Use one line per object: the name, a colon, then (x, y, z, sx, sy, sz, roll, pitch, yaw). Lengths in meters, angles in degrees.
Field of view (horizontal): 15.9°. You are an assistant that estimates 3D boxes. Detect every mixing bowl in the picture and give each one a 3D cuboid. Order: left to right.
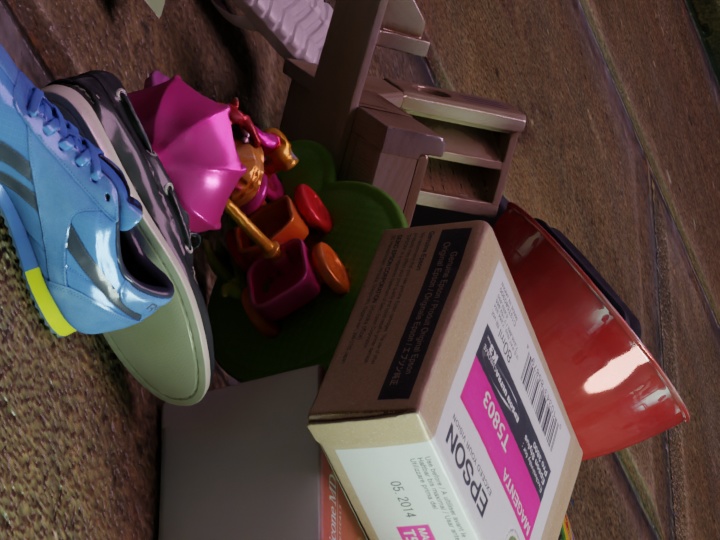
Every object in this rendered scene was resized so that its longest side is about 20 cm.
mixing bowl: (0.127, 0.062, 1.815, 0.200, 0.108, 0.200, 51, -2, 2)

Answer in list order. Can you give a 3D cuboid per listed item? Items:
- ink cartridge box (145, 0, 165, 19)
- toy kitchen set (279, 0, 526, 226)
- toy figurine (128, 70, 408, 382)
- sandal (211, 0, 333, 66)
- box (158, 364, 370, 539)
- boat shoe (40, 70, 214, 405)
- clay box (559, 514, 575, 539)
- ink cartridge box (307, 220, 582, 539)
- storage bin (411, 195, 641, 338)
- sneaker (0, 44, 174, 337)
ink cartridge box: (-0.137, -0.273, 1.640, 0.146, 0.048, 0.200, 52, 24, -28)
toy kitchen set: (0.057, -0.109, 1.740, 0.200, 0.180, 0.164, -139, -119, -63)
toy figurine: (-0.083, -0.057, 1.564, 0.184, 0.150, 0.201, 46, 20, -41)
sandal: (-0.085, -0.206, 1.799, 0.203, 0.050, 0.083, 53, 40, -25)
box: (-0.033, 0.180, 1.534, 0.200, 0.106, 0.153, 57, 25, -47)
boat shoe: (-0.124, -0.022, 1.456, 0.066, 0.074, 0.200, -44, 111, -50)
clay box: (0.139, 0.252, 1.787, 0.115, 0.047, 0.201, 69, 8, -48)
ink cartridge box: (0.056, 0.099, 1.520, 0.165, 0.075, 0.201, -69, 145, -44)
storage bin: (0.106, 0.011, 2.072, 0.134, 0.145, 0.200, 47, 4, -37)
sneaker: (-0.161, -0.057, 1.372, 0.066, 0.078, 0.201, -72, 142, -58)
